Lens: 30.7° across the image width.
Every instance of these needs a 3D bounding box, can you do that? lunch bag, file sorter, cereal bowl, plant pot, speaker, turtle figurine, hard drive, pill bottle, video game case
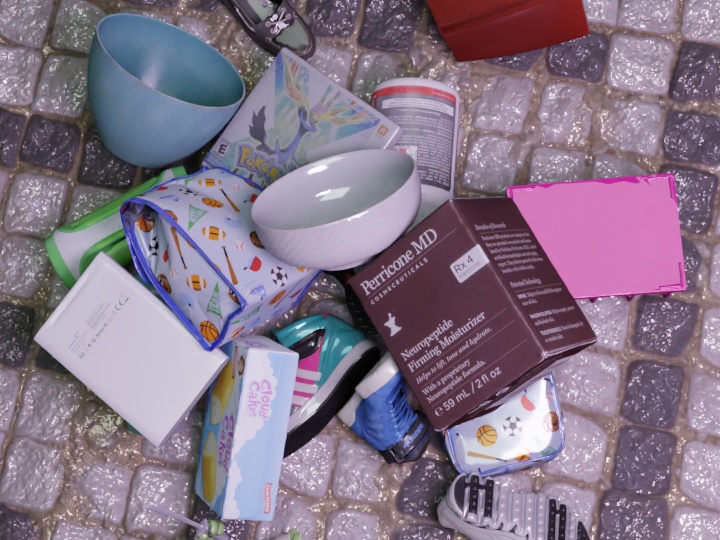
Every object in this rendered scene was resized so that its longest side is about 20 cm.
[{"bbox_3d":[-0.169,-0.027,1.553,0.200,0.170,0.124,48,128,10],"label":"lunch bag"},{"bbox_3d":[0.280,-0.027,1.597,0.197,0.125,0.141,-4,79,4],"label":"file sorter"},{"bbox_3d":[0.157,0.148,1.597,0.158,0.076,0.202,-14,79,3],"label":"lunch bag"},{"bbox_3d":[-0.020,-0.059,1.487,0.198,0.200,0.084,-19,115,-1],"label":"cereal bowl"},{"bbox_3d":[0.164,-0.375,1.652,0.175,0.200,0.202,-23,78,10],"label":"plant pot"},{"bbox_3d":[-0.295,-0.053,1.657,0.199,0.088,0.089,-29,78,-3],"label":"speaker"},{"bbox_3d":[-0.148,0.366,1.519,0.192,0.201,0.144,-11,43,-22],"label":"turtle figurine"},{"bbox_3d":[-0.262,-0.211,1.652,0.199,0.200,0.135,37,119,10],"label":"plant pot"},{"bbox_3d":[-0.269,0.092,1.538,0.199,0.026,0.132,39,90,10],"label":"hard drive"},{"bbox_3d":[0.062,-0.128,1.636,0.114,0.116,0.202,4,78,4],"label":"pill bottle"},{"bbox_3d":[-0.074,-0.151,1.616,0.199,0.022,0.183,36,91,23],"label":"video game case"}]

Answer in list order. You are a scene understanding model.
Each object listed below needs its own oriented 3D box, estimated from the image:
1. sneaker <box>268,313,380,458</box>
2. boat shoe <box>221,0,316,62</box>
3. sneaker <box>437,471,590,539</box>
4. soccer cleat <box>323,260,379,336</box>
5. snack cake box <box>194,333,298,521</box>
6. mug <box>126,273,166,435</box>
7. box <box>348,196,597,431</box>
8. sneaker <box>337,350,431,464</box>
[{"bbox_3d":[-0.080,0.129,1.611,0.200,0.083,0.121,-48,65,9],"label":"sneaker"},{"bbox_3d":[-0.137,-0.350,1.723,0.067,0.057,0.200,-43,79,-6],"label":"boat shoe"},{"bbox_3d":[0.184,0.305,1.568,0.198,0.081,0.076,24,50,-10],"label":"sneaker"},{"bbox_3d":[0.000,0.000,1.648,0.068,0.073,0.201,-43,60,24],"label":"soccer cleat"},{"bbox_3d":[-0.137,0.183,1.554,0.066,0.115,0.202,7,94,-24],"label":"snack cake box"},{"bbox_3d":[-0.242,0.092,1.609,0.151,0.114,0.187,-21,78,-1],"label":"mug"},{"bbox_3d":[0.127,0.045,1.468,0.166,0.164,0.201,-38,75,27],"label":"box"},{"bbox_3d":[0.045,0.165,1.540,0.111,0.200,0.077,41,60,6],"label":"sneaker"}]
